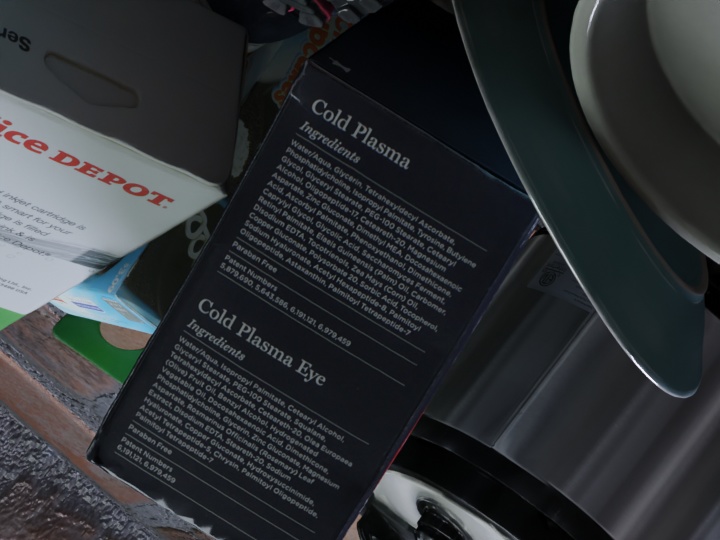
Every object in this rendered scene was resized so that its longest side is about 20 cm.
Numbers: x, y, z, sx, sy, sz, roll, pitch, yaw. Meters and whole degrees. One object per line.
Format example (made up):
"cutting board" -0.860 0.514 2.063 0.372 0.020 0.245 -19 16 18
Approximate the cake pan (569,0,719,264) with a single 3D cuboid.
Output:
"cake pan" 0.167 -0.054 0.782 0.200 0.037 0.200 23 149 14

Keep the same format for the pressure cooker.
"pressure cooker" 0.097 0.096 1.130 0.179 0.200 0.176 40 163 -5

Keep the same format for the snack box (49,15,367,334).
"snack box" -0.065 -0.066 1.054 0.037 0.200 0.116 39 165 -26

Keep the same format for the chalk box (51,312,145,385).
"chalk box" -0.062 -0.023 1.165 0.124 0.200 0.124 32 163 31

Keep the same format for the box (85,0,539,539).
"box" 0.000 0.000 0.960 0.104 0.182 0.200 31 -161 3

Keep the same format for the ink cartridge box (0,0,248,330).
"ink cartridge box" -0.160 -0.057 0.975 0.147 0.083 0.200 25 147 -32

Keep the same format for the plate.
"plate" 0.091 -0.047 0.907 0.200 0.026 0.200 53 -160 -28

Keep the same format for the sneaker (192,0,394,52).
"sneaker" -0.044 -0.187 0.928 0.146 0.077 0.202 -6 120 52

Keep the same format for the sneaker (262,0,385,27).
"sneaker" 0.026 -0.159 0.781 0.081 0.075 0.200 35 140 -26
